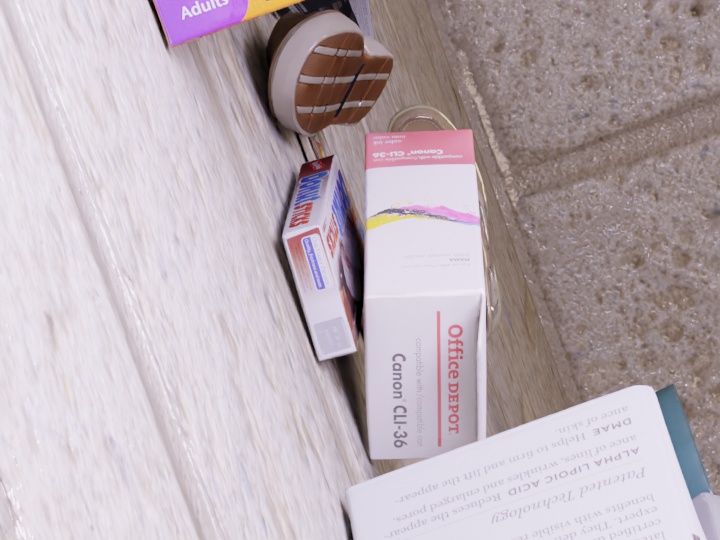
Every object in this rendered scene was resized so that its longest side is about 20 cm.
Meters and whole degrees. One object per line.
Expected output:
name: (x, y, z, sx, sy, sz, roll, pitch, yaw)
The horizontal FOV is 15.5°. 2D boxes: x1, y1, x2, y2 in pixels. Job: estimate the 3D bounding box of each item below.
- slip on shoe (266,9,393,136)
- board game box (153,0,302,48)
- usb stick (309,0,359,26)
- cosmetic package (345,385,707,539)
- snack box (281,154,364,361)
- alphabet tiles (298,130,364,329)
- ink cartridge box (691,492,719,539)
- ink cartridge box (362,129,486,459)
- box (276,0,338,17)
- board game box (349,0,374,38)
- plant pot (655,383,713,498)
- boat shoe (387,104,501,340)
slip on shoe: (-0.031, -0.128, 1.597, 0.060, 0.076, 0.200, 32, 10, 10)
board game box: (-0.027, -0.247, 1.322, 0.200, 0.199, 0.201, -76, 146, -78)
usb stick: (-0.040, -0.215, 1.844, 0.056, 0.032, 0.200, -73, 149, -44)
cosmetic package: (0.104, 0.197, 1.271, 0.200, 0.164, 0.165, -102, 169, -49)
snack box: (-0.018, -0.010, 1.477, 0.200, 0.024, 0.072, -82, 155, -76)
alphabet tiles: (0.000, 0.000, 1.698, 0.166, 0.006, 0.201, -65, 135, -80)
ink cartridge box: (0.208, 0.278, 1.836, 0.043, 0.200, 0.174, 15, 48, -40)
ink cartridge box: (0.035, 0.024, 1.472, 0.200, 0.067, 0.117, -91, 178, -55)
box: (-0.014, -0.234, 1.663, 0.200, 0.141, 0.079, 39, 29, -78)
board game box: (-0.030, -0.265, 2.017, 0.126, 0.034, 0.201, 81, -6, -62)
plant pot: (0.240, 0.223, 2.380, 0.201, 0.160, 0.201, -20, 90, -84)
boat shoe: (0.070, -0.035, 2.123, 0.065, 0.072, 0.201, -76, 152, -81)
